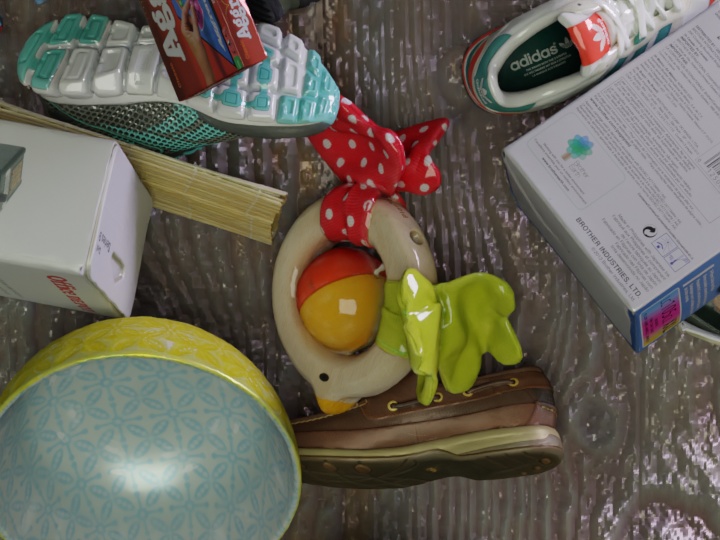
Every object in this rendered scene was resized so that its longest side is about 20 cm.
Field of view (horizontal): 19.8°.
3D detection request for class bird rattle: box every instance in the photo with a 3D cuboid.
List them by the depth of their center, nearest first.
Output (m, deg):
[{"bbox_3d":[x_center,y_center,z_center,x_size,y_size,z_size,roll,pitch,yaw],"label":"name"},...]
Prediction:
[{"bbox_3d":[0.000,0.000,1.279,0.163,0.113,0.200,-39,72,33],"label":"bird rattle"}]

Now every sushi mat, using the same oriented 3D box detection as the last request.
[{"bbox_3d":[-0.144,-0.062,1.286,0.199,0.096,0.012,18,74,-4],"label":"sushi mat"}]

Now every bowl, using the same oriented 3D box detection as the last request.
[{"bbox_3d":[-0.135,0.096,1.290,0.199,0.108,0.201,-1,128,-1],"label":"bowl"}]

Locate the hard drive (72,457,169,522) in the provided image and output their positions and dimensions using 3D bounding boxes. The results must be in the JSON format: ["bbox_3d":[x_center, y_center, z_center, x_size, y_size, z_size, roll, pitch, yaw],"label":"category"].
[{"bbox_3d":[-0.137,0.229,1.373,0.200,0.027,0.132,34,99,-6],"label":"hard drive"}]

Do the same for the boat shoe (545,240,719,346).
[{"bbox_3d":[0.208,-0.001,1.306,0.199,0.068,0.075,23,103,-3],"label":"boat shoe"}]

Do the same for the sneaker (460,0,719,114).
[{"bbox_3d":[0.157,-0.148,1.264,0.199,0.093,0.071,-25,100,5],"label":"sneaker"}]

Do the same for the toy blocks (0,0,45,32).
[{"bbox_3d":[-0.204,-0.223,1.257,0.200,0.100,0.137,-30,112,-1],"label":"toy blocks"}]

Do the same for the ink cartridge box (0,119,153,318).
[{"bbox_3d":[-0.236,-0.038,1.240,0.199,0.145,0.088,12,79,7],"label":"ink cartridge box"}]

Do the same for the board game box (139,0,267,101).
[{"bbox_3d":[-0.115,-0.200,1.163,0.019,0.103,0.201,-23,93,-24],"label":"board game box"}]

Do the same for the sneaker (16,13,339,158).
[{"bbox_3d":[-0.108,-0.105,1.273,0.199,0.091,0.078,9,57,12],"label":"sneaker"}]

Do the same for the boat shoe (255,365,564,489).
[{"bbox_3d":[0.031,0.100,1.334,0.199,0.072,0.068,-5,68,9],"label":"boat shoe"}]

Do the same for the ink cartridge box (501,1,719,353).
[{"bbox_3d":[0.207,-0.066,1.251,0.200,0.076,0.137,-35,69,-4],"label":"ink cartridge box"}]

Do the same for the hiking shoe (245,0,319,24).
[{"bbox_3d":[-0.058,-0.257,1.263,0.100,0.076,0.201,-21,97,-18],"label":"hiking shoe"}]
